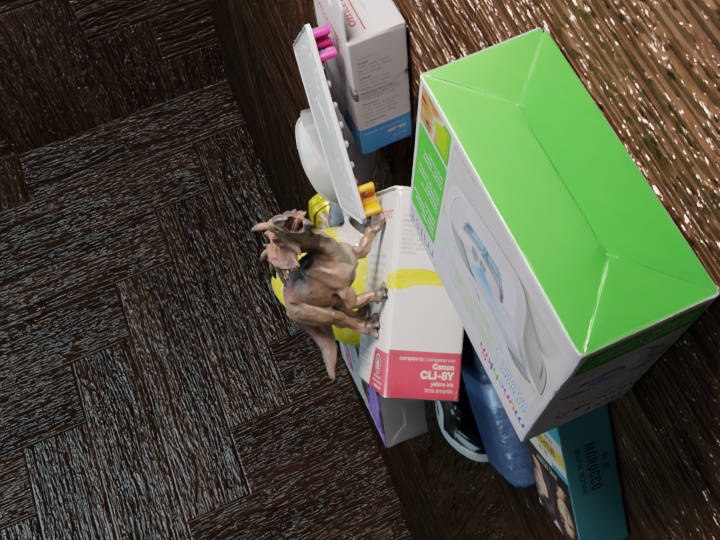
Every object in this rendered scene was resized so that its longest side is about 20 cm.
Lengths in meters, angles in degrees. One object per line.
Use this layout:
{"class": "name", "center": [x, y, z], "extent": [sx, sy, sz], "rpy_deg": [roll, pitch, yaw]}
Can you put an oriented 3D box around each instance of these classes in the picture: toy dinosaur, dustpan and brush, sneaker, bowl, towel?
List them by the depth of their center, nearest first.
{"class": "toy dinosaur", "center": [-0.047, 0.012, 0.792], "extent": [0.087, 0.132, 0.203], "rpy_deg": [-101, 18, -53]}
{"class": "towel", "center": [0.145, 0.124, 0.856], "extent": [0.112, 0.048, 0.204], "rpy_deg": [-142, 33, -78]}
{"class": "bowl", "center": [0.000, 0.000, 0.977], "extent": [0.109, 0.197, 0.201], "rpy_deg": [-66, 27, 18]}
{"class": "sneaker", "center": [0.115, 0.132, 0.988], "extent": [0.201, 0.072, 0.113], "rpy_deg": [-118, 9, -49]}
{"class": "dustpan and brush", "center": [-0.020, -0.116, 1.052], "extent": [0.057, 0.139, 0.204], "rpy_deg": [-14, 99, 43]}

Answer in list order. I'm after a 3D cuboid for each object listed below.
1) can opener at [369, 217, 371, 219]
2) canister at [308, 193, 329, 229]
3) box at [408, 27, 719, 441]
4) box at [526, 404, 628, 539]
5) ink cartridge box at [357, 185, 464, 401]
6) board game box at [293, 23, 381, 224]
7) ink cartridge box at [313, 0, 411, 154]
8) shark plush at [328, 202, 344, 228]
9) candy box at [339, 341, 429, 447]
{"class": "can opener", "center": [0.036, -0.068, 1.093], "extent": [0.200, 0.052, 0.068], "rpy_deg": [-135, 29, -73]}
{"class": "canister", "center": [-0.019, -0.036, 1.445], "extent": [0.149, 0.085, 0.203], "rpy_deg": [99, 148, -75]}
{"class": "box", "center": [0.116, -0.017, 0.531], "extent": [0.177, 0.095, 0.203], "rpy_deg": [92, 155, -65]}
{"class": "box", "center": [0.175, 0.137, 0.679], "extent": [0.082, 0.048, 0.203], "rpy_deg": [-127, 18, -64]}
{"class": "ink cartridge box", "center": [0.055, 0.021, 0.832], "extent": [0.145, 0.081, 0.205], "rpy_deg": [-167, 81, -80]}
{"class": "board game box", "center": [-0.029, -0.162, 0.885], "extent": [0.200, 0.025, 0.204], "rpy_deg": [-129, 22, -77]}
{"class": "ink cartridge box", "center": [0.002, -0.239, 0.844], "extent": [0.201, 0.065, 0.117], "rpy_deg": [81, 167, -57]}
{"class": "shark plush", "center": [-0.027, -0.144, 1.225], "extent": [0.202, 0.082, 0.092], "rpy_deg": [79, 167, -52]}
{"class": "candy box", "center": [0.023, 0.114, 1.128], "extent": [0.201, 0.070, 0.170], "rpy_deg": [-120, 16, -50]}
